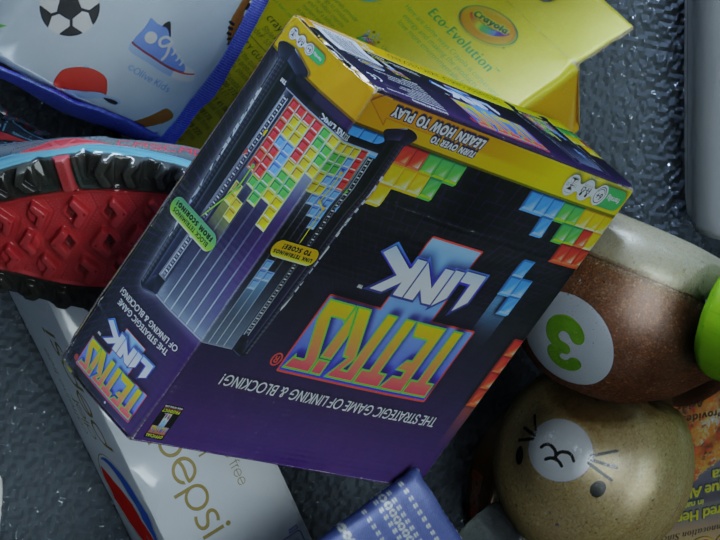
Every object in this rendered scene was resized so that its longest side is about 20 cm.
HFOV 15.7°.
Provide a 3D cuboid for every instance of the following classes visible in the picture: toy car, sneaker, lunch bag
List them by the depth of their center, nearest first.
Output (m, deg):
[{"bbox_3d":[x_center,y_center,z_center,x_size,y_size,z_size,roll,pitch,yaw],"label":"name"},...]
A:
[{"bbox_3d":[-0.143,-0.041,1.064,0.199,0.096,0.080,-1,133,5],"label":"sneaker"},{"bbox_3d":[-0.112,-0.170,1.068,0.170,0.124,0.201,25,81,-29],"label":"lunch bag"},{"bbox_3d":[0.102,0.076,1.177,0.158,0.164,0.201,22,90,-63],"label":"toy car"}]

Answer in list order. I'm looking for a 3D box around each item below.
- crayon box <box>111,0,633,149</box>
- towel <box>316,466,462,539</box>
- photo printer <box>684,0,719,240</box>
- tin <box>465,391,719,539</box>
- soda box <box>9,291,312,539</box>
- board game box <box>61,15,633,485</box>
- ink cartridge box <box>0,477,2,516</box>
[{"bbox_3d":[0.006,-0.076,1.142,0.200,0.127,0.051,-35,152,-15],"label":"crayon box"},{"bbox_3d":[-0.025,0.193,1.138,0.200,0.024,0.145,-35,120,-6],"label":"towel"},{"bbox_3d":[0.235,-0.123,1.277,0.166,0.069,0.201,-9,106,-26],"label":"photo printer"},{"bbox_3d":[0.144,0.103,1.301,0.199,0.042,0.113,-9,101,-24],"label":"tin"},{"bbox_3d":[-0.090,0.059,1.156,0.063,0.068,0.201,-30,113,-18],"label":"soda box"},{"bbox_3d":[0.000,0.000,1.048,0.200,0.057,0.166,15,114,-54],"label":"board game box"},{"bbox_3d":[-0.200,0.193,1.131,0.117,0.067,0.201,-2,102,-26],"label":"ink cartridge box"}]
